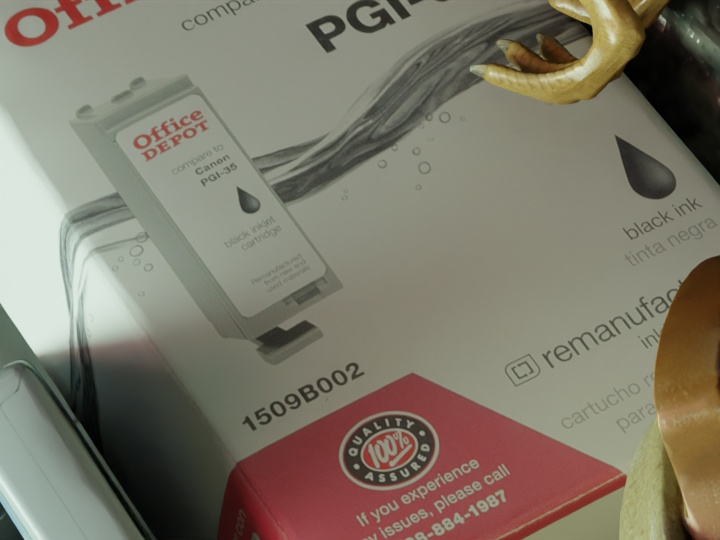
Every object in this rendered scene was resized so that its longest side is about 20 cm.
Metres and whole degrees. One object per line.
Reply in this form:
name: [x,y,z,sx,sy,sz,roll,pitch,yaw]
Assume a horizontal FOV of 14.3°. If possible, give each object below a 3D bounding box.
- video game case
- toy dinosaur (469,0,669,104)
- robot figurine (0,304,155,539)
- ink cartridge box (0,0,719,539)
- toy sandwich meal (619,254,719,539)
video game case: [-0.034,0.109,0.689,0.201,0.022,0.182,57,174,-3]
toy dinosaur: [0.066,-0.087,0.649,0.200,0.060,0.107,48,140,35]
robot figurine: [-0.143,0.102,0.871,0.150,0.200,0.125,23,157,27]
ink cartridge box: [0.000,0.000,0.703,0.200,0.146,0.083,53,157,29]
toy sandwich meal: [0.117,0.088,0.581,0.070,0.205,0.206,-22,86,23]
